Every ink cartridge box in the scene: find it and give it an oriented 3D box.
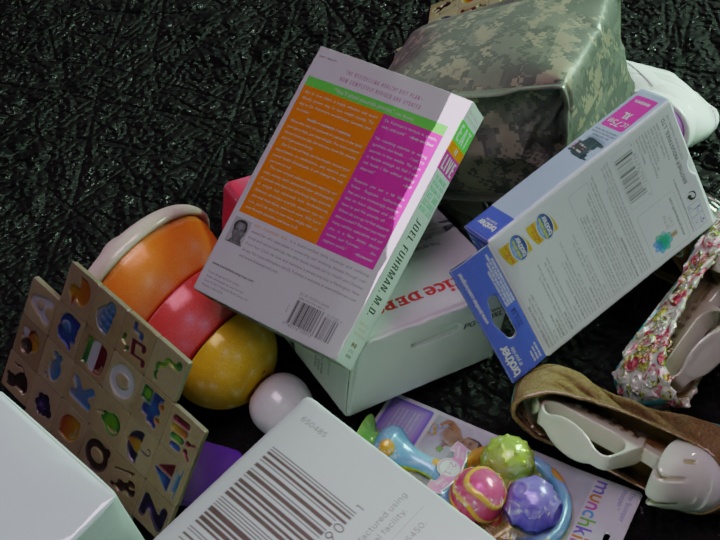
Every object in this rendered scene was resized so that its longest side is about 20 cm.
[{"bbox_3d":[0.000,0.000,0.867,0.144,0.085,0.200,-19,49,-27],"label":"ink cartridge box"},{"bbox_3d":[0.156,-0.024,0.794,0.200,0.120,0.042,-39,34,-9],"label":"ink cartridge box"}]

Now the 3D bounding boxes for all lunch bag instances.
[{"bbox_3d":[0.099,-0.138,0.884,0.199,0.118,0.164,3,40,28],"label":"lunch bag"}]

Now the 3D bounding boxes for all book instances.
[{"bbox_3d":[-0.016,-0.047,0.778,0.133,0.048,0.200,24,81,31],"label":"book"}]

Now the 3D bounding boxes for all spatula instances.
[{"bbox_3d":[-0.054,0.156,0.810,0.199,0.021,0.057,3,50,11],"label":"spatula"}]

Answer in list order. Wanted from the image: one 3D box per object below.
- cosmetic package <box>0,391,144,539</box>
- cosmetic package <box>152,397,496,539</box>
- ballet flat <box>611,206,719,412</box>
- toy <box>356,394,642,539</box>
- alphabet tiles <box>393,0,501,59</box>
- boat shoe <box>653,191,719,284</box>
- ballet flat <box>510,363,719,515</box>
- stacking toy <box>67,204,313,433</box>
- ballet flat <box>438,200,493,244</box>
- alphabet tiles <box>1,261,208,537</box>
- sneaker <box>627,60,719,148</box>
[{"bbox_3d":[-0.228,0.219,0.670,0.123,0.200,0.199,31,63,29],"label":"cosmetic package"},{"bbox_3d":[-0.017,0.220,0.636,0.165,0.200,0.165,33,62,31],"label":"cosmetic package"},{"bbox_3d":[0.263,0.028,0.817,0.200,0.076,0.064,-55,23,-13],"label":"ballet flat"},{"bbox_3d":[0.085,0.146,0.766,0.199,0.047,0.115,17,44,23],"label":"toy"},{"bbox_3d":[0.106,-0.221,1.057,0.167,0.008,0.200,-16,37,22],"label":"alphabet tiles"},{"bbox_3d":[0.205,-0.054,0.907,0.200,0.076,0.074,31,65,30],"label":"boat shoe"},{"bbox_3d":[0.190,0.123,0.759,0.200,0.068,0.072,25,27,25],"label":"ballet flat"},{"bbox_3d":[-0.115,0.060,0.855,0.200,0.146,0.146,42,66,13],"label":"stacking toy"},{"bbox_3d":[0.060,-0.073,0.947,0.073,0.073,0.200,-33,53,-17],"label":"ballet flat"},{"bbox_3d":[-0.192,0.098,0.804,0.200,0.167,0.006,36,26,28],"label":"alphabet tiles"},{"bbox_3d":[0.230,-0.156,1.001,0.099,0.075,0.200,-19,42,-39],"label":"sneaker"}]
